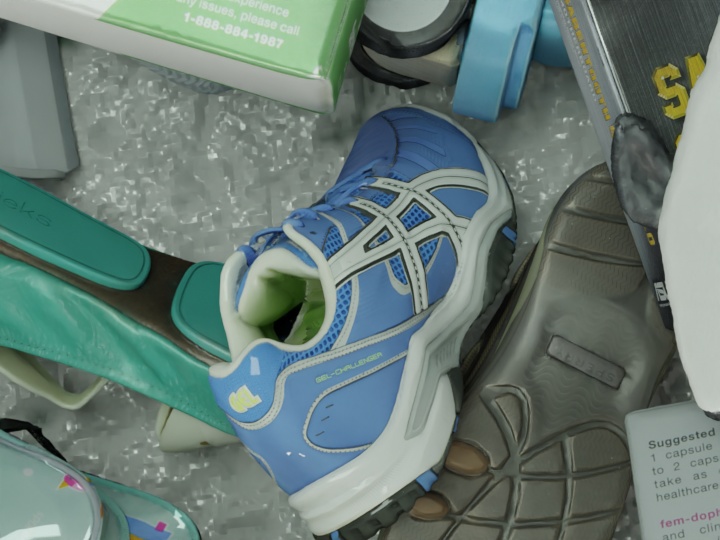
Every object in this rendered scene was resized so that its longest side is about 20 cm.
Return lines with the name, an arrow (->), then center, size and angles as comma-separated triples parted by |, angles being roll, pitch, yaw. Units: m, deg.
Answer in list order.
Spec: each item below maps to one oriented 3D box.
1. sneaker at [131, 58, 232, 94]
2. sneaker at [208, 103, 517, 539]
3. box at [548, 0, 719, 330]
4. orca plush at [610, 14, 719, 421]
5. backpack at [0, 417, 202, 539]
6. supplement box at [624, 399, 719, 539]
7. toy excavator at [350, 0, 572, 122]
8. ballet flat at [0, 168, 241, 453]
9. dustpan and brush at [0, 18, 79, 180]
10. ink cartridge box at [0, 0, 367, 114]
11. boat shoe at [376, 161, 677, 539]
sneaker -> -0.095, -0.159, 1.057 | 0.199, 0.075, 0.115 | 34, 103, -23
sneaker -> 0.000, 0.000, 1.008 | 0.076, 0.201, 0.077 | -33, 116, 29
box -> 0.171, -0.087, 0.998 | 0.199, 0.048, 0.159 | -19, 90, -10
orca plush -> 0.138, -0.054, 0.948 | 0.105, 0.071, 0.201 | -13, 82, 35
backpack -> -0.164, 0.125, 1.029 | 0.199, 0.153, 0.176 | 23, 73, 30
supplement box -> 0.152, 0.144, 0.949 | 0.103, 0.101, 0.201 | -13, 56, 10
toy excavator -> 0.105, -0.138, 1.056 | 0.199, 0.100, 0.196 | 15, 84, 1
ballet flat -> -0.078, 0.025, 1.072 | 0.199, 0.067, 0.071 | 23, 123, 0
dustpan and brush -> -0.195, -0.099, 1.066 | 0.199, 0.057, 0.141 | -5, 77, -27
ink cartridge box -> -0.049, -0.170, 0.968 | 0.144, 0.088, 0.201 | 16, 86, 4
boat shoe -> 0.062, 0.058, 1.032 | 0.074, 0.073, 0.201 | 31, 80, 0
